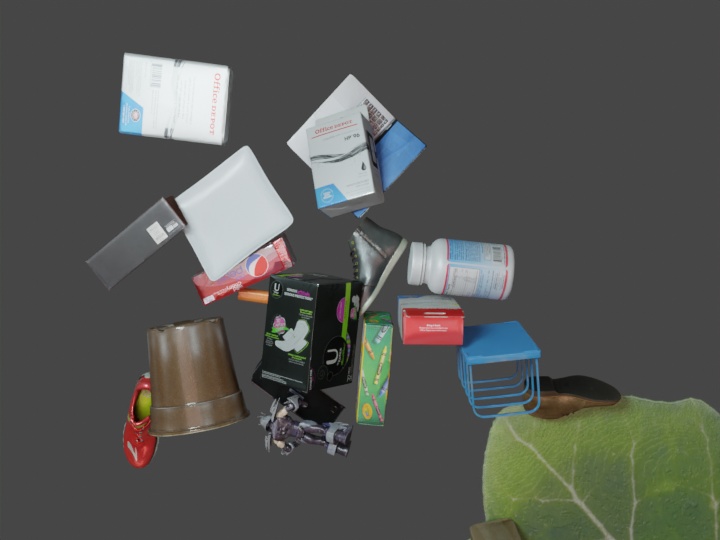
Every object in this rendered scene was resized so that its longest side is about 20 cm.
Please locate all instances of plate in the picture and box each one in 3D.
[{"bbox_3d":[-0.247,-0.108,1.627,0.199,0.032,0.201,-36,68,5],"label":"plate"}]

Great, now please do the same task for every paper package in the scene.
[{"bbox_3d":[0.290,0.639,1.704,0.102,0.200,0.193,-8,100,1],"label":"paper package"}]

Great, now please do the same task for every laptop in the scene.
[{"bbox_3d":[-0.012,-0.240,1.604,0.200,0.116,0.187,44,95,-7],"label":"laptop"}]

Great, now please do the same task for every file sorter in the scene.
[{"bbox_3d":[0.262,0.189,1.636,0.137,0.200,0.124,-5,103,0],"label":"file sorter"}]

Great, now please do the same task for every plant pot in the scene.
[{"bbox_3d":[-0.326,0.199,1.637,0.197,0.200,0.201,-8,90,0],"label":"plant pot"}]

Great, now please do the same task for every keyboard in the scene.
[{"bbox_3d":[-0.116,0.231,1.723,0.199,0.021,0.128,36,102,-7],"label":"keyboard"}]

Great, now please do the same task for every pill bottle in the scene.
[{"bbox_3d":[0.195,-0.005,1.648,0.197,0.109,0.110,6,99,-2],"label":"pill bottle"}]

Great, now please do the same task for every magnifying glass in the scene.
[{"bbox_3d":[-0.148,0.061,1.697,0.197,0.022,0.081,8,98,-4],"label":"magnifying glass"}]

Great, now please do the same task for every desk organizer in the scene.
[{"bbox_3d":[-0.426,-0.057,1.636,0.199,0.077,0.072,-38,98,9],"label":"desk organizer"}]

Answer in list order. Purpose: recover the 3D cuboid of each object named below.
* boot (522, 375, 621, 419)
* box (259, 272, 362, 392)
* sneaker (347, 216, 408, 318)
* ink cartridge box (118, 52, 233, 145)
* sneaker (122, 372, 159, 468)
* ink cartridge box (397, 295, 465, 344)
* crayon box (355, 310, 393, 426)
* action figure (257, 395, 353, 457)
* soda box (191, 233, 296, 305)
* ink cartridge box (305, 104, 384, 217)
[{"bbox_3d":[0.430,0.264,1.724,0.197,0.074,0.076,3,117,3],"label":"boot"},{"bbox_3d":[-0.092,0.112,1.601,0.123,0.148,0.203,11,98,35],"label":"box"},{"bbox_3d":[0.000,0.000,1.669,0.106,0.075,0.201,32,88,-1],"label":"sneaker"},{"bbox_3d":[-0.347,-0.324,1.599,0.197,0.086,0.149,7,99,-3],"label":"ink cartridge box"},{"bbox_3d":[-0.445,0.306,1.694,0.076,0.085,0.203,8,98,-2],"label":"sneaker"},{"bbox_3d":[0.133,0.097,1.616,0.114,0.200,0.068,0,99,-1],"label":"ink cartridge box"},{"bbox_3d":[0.026,0.191,1.669,0.057,0.119,0.203,4,99,-2],"label":"crayon box"},{"bbox_3d":[-0.116,0.325,1.705,0.197,0.070,0.132,14,119,7],"label":"action figure"},{"bbox_3d":[-0.228,-0.003,1.658,0.198,0.070,0.064,-23,99,3],"label":"soda box"},{"bbox_3d":[-0.032,-0.214,1.564,0.115,0.068,0.203,-14,74,16],"label":"ink cartridge box"}]
